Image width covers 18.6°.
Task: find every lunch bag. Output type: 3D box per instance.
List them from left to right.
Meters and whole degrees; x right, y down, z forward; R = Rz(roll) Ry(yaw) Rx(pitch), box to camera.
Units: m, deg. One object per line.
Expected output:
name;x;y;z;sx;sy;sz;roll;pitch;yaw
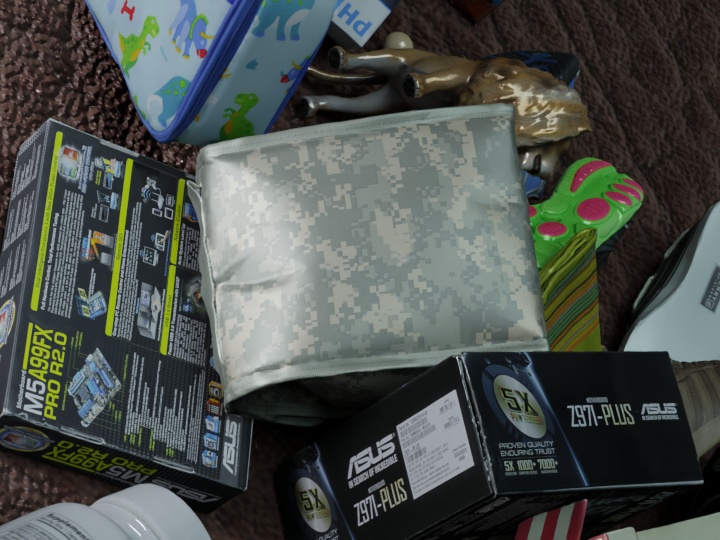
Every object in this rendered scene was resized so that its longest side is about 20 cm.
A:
lunch bag;-0.095;-0.185;1.349;0.082;0.161;0.200;10;40;-36
lunch bag;0.000;0.000;1.316;0.199;0.118;0.165;-5;71;-9

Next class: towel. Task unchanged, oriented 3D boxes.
towel;0.138;0.076;1.421;0.086;0.018;0.201;-43;136;-41

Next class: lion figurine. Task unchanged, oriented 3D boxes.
lion figurine;0.050;-0.118;1.449;0.122;0.073;0.200;-11;29;-35

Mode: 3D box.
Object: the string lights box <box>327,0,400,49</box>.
string lights box;0.021;-0.259;1.498;0.103;0.059;0.200;41;86;-12

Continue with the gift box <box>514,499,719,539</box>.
gift box;0.147;0.233;1.284;0.186;0.200;0.185;-4;67;-52

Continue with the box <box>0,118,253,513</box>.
box;-0.137;0.027;1.309;0.160;0.044;0.201;20;56;-27

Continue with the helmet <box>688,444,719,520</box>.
helmet;0.317;0.183;1.468;0.199;0.191;0.201;4;64;-8

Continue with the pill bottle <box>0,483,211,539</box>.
pill bottle;-0.174;0.189;1.147;0.200;0.113;0.114;-20;80;-42

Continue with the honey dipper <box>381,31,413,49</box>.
honey dipper;0.035;-0.077;1.503;0.038;0.038;0.201;13;55;-31

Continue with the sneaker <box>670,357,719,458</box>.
sneaker;0.211;0.083;1.446;0.076;0.070;0.200;54;42;6

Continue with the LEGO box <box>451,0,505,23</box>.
LEGO box;0.084;-0.307;1.630;0.149;0.077;0.200;38;50;-14

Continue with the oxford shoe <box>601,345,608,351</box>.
oxford shoe;0.086;0.064;1.445;0.200;0.071;0.071;-16;71;-52

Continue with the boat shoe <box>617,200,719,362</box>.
boat shoe;0.226;0.037;1.557;0.071;0.064;0.200;39;61;-8

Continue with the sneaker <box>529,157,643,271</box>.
sneaker;0.123;-0.007;1.473;0.077;0.084;0.200;35;38;25

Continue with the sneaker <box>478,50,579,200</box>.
sneaker;0.102;-0.093;1.545;0.200;0.075;0.077;-51;138;-48

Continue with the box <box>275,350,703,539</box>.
box;0.073;0.122;1.308;0.163;0.200;0.086;1;66;-36
